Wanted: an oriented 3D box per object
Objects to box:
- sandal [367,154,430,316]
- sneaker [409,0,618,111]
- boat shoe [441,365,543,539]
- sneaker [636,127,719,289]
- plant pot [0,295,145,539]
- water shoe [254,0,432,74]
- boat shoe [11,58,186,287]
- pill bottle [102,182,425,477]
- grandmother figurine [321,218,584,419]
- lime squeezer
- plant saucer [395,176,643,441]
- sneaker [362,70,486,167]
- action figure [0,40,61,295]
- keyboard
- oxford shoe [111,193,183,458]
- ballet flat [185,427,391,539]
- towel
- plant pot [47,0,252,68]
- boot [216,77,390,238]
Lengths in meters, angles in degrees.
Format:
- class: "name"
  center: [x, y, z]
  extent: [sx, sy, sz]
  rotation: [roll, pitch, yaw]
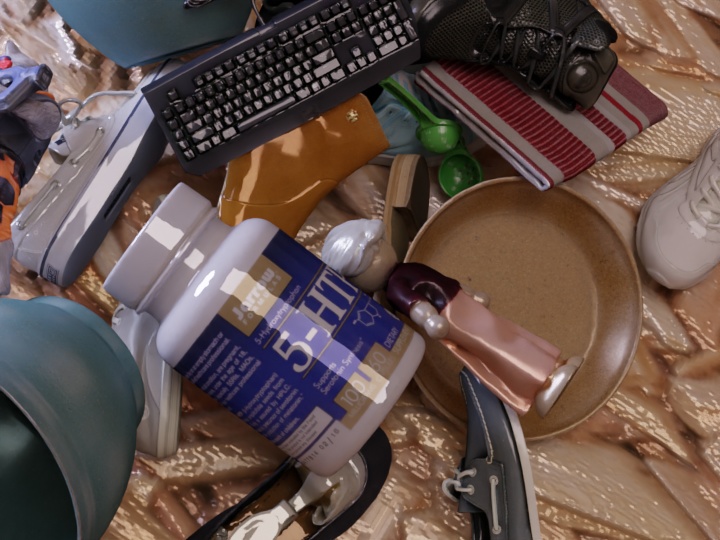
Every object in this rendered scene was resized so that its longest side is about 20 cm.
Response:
- class: "sandal"
  center: [0.001, 0.003, 1.299]
  extent: [0.070, 0.078, 0.212]
  rotation: [1, 57, 18]
- class: "sneaker"
  center: [0.124, -0.178, 1.310]
  extent: [0.199, 0.076, 0.114]
  rotation: [-7, 46, -44]
- class: "boat shoe"
  center: [0.093, 0.163, 1.235]
  extent: [0.062, 0.073, 0.200]
  rotation: [-12, 87, -5]
- class: "sneaker"
  center: [0.294, -0.071, 1.382]
  extent: [0.078, 0.099, 0.200]
  rotation: [37, 63, 1]
- class: "plant pot"
  center: [-0.226, 0.098, 1.125]
  extent: [0.200, 0.200, 0.134]
  rotation: [42, 42, 4]
- class: "water shoe"
  center: [0.015, -0.200, 1.357]
  extent: [0.200, 0.079, 0.072]
  rotation: [-12, 51, -20]
- class: "boat shoe"
  center: [-0.204, -0.088, 1.268]
  extent: [0.086, 0.075, 0.202]
  rotation: [27, 70, 7]
- class: "pill bottle"
  center: [-0.068, 0.036, 1.153]
  extent: [0.200, 0.120, 0.120]
  rotation: [37, 63, -4]
- class: "grandmother figurine"
  center: [0.059, 0.030, 1.204]
  extent: [0.200, 0.121, 0.061]
  rotation: [34, 96, 10]
- class: "lime squeezer"
  center: [0.061, -0.082, 1.319]
  extent: [0.071, 0.038, 0.200]
  rotation: [-52, 128, -38]
- class: "plant saucer"
  center: [0.117, 0.029, 1.300]
  extent: [0.200, 0.035, 0.200]
  rotation: [0, 89, -16]
- class: "sneaker"
  center: [0.029, -0.126, 1.338]
  extent: [0.200, 0.082, 0.074]
  rotation: [-9, 72, -19]
- class: "action figure"
  center: [-0.281, -0.072, 1.209]
  extent: [0.105, 0.200, 0.194]
  rotation: [41, 60, -43]
- class: "keyboard"
  center: [-0.063, -0.165, 1.220]
  extent: [0.200, 0.021, 0.127]
  rotation: [-29, 95, -6]
- class: "oxford shoe"
  center: [-0.154, 0.036, 1.227]
  extent: [0.058, 0.075, 0.200]
  rotation: [2, 69, -3]
- class: "ballet flat"
  center: [-0.047, 0.168, 1.204]
  extent: [0.200, 0.073, 0.073]
  rotation: [-35, 81, -25]
- class: "towel"
  center: [0.146, -0.139, 1.360]
  extent: [0.144, 0.023, 0.200]
  rotation: [42, 41, 14]
- class: "plant pot"
  center: [-0.152, -0.228, 1.281]
  extent: [0.200, 0.200, 0.135]
  rotation: [-18, 96, -22]
- class: "boot"
  center: [-0.043, -0.060, 1.258]
  extent: [0.144, 0.071, 0.201]
  rotation: [-21, 91, 0]
